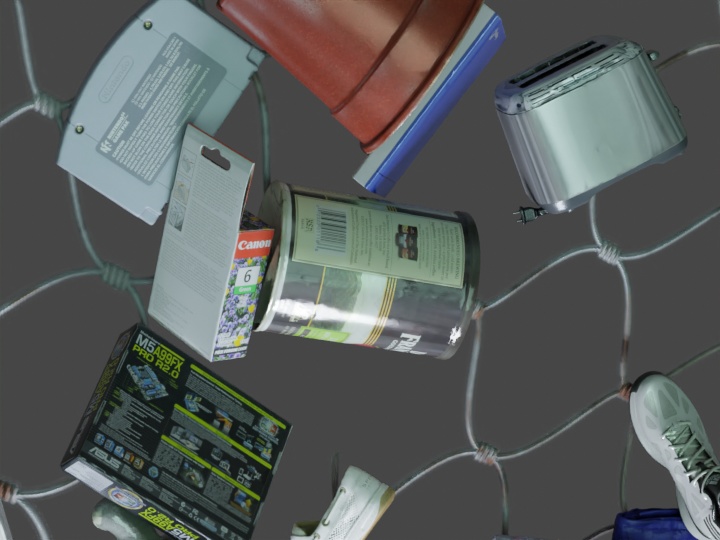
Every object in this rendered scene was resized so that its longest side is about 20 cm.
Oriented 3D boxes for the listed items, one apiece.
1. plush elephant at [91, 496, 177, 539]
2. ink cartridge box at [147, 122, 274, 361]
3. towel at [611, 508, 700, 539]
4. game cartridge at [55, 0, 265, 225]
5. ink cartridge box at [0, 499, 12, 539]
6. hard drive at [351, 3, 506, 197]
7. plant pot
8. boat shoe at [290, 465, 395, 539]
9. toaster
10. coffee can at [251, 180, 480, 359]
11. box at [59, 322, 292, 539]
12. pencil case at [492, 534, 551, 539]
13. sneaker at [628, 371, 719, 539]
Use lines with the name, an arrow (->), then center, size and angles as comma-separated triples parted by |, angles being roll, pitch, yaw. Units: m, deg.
plush elephant -> -0.201, 0.326, 1.585 | 0.154, 0.164, 0.202 | -38, 76, 36
ink cartridge box -> -0.137, -0.028, 1.494 | 0.050, 0.109, 0.202 | -6, 118, -44
towel -> 0.340, 0.365, 1.769 | 0.146, 0.050, 0.203 | 4, 102, -11
game cartridge -> -0.198, -0.161, 1.499 | 0.132, 0.042, 0.201 | 34, 95, -15
ink cartridge box -> -0.435, 0.315, 1.548 | 0.197, 0.084, 0.147 | -15, 108, -8
hard drive -> 0.069, -0.160, 1.514 | 0.025, 0.132, 0.201 | 38, 94, 6
plant pot -> -0.016, -0.247, 1.446 | 0.194, 0.201, 0.202 | 35, 95, -11
boat shoe -> -0.043, 0.290, 1.650 | 0.069, 0.071, 0.201 | 37, 103, 7
toaster -> 0.218, -0.147, 1.563 | 0.198, 0.114, 0.130 | -26, 106, -3
coffee can -> 0.000, 0.000, 1.532 | 0.197, 0.146, 0.148 | 9, 103, -15
box -> -0.176, 0.172, 1.541 | 0.199, 0.044, 0.162 | 35, 52, -21
pencil case -> 0.228, 0.339, 1.688 | 0.197, 0.083, 0.092 | 6, 86, 1
sneaker -> 0.364, 0.199, 1.672 | 0.075, 0.115, 0.202 | -27, 93, -13
